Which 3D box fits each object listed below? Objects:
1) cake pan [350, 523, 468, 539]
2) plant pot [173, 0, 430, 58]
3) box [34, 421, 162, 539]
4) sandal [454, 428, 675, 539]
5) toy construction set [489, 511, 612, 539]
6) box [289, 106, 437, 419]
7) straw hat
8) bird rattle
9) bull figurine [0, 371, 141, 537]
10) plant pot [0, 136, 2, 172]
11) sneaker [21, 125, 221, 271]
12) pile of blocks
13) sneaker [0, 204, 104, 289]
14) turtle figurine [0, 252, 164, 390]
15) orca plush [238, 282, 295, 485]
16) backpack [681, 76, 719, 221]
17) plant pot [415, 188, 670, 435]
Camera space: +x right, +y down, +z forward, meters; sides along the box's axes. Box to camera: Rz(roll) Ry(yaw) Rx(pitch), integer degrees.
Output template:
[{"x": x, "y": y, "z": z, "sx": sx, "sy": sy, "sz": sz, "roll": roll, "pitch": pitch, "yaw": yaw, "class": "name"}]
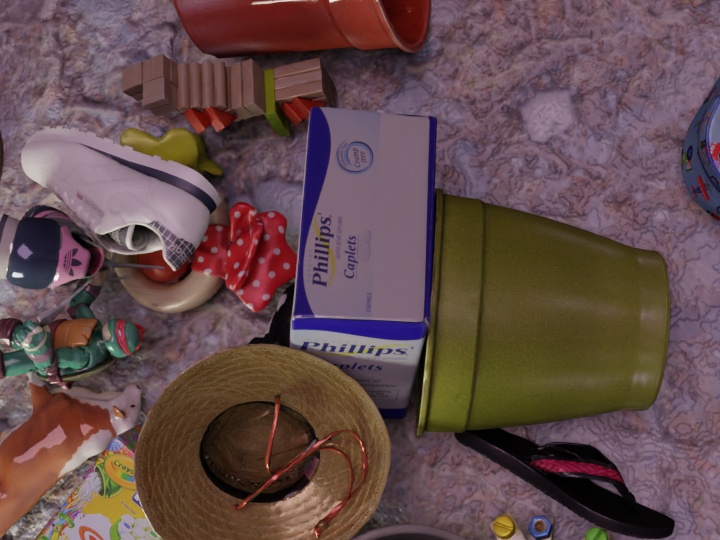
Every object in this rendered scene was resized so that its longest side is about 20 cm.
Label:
[{"x": 0.036, "y": 0.303, "z": 1.023, "sx": 0.197, "sy": 0.037, "sz": 0.203, "roll": 1, "pitch": 82, "yaw": -10, "class": "cake pan"}, {"x": -0.058, "y": -0.279, "z": 1.153, "sx": 0.193, "sy": 0.201, "sz": 0.204, "roll": -7, "pitch": 79, "yaw": 19, "class": "plant pot"}, {"x": -0.172, "y": 0.267, "z": 1.090, "sx": 0.200, "sy": 0.122, "sz": 0.193, "roll": 40, "pitch": 96, "yaw": 5, "class": "box"}, {"x": 0.172, "y": 0.163, "z": 1.077, "sx": 0.199, "sy": 0.075, "sz": 0.045, "roll": 28, "pitch": 101, "yaw": 18, "class": "sandal"}, {"x": 0.177, "y": 0.293, "z": 1.046, "sx": 0.129, "sy": 0.092, "sz": 0.203, "roll": -7, "pitch": 79, "yaw": 11, "class": "toy construction set"}, {"x": 0.000, "y": 0.000, "z": 1.051, "sx": 0.103, "sy": 0.201, "sz": 0.186, "roll": 4, "pitch": 63, "yaw": -1, "class": "box"}, {"x": -0.082, "y": 0.137, "z": 1.022, "sx": 0.198, "sy": 0.085, "sz": 0.204, "roll": -4, "pitch": 107, "yaw": -12, "class": "straw hat"}, {"x": -0.156, "y": -0.033, "z": 1.191, "sx": 0.163, "sy": 0.112, "sz": 0.201, "roll": -42, "pitch": 81, "yaw": 21, "class": "bird rattle"}, {"x": -0.296, "y": 0.154, "z": 1.191, "sx": 0.200, "sy": 0.065, "sz": 0.121, "roll": -42, "pitch": 65, "yaw": -5, "class": "bull figurine"}, {"x": -0.466, "y": -0.124, "z": 1.206, "sx": 0.185, "sy": 0.200, "sz": 0.190, "roll": -2, "pitch": 80, "yaw": 13, "class": "plant pot"}, {"x": -0.217, "y": -0.063, "z": 1.099, "sx": 0.198, "sy": 0.076, "sz": 0.081, "roll": 17, "pitch": 74, "yaw": 26, "class": "sneaker"}, {"x": -0.116, "y": -0.147, "z": 1.175, "sx": 0.197, "sy": 0.082, "sz": 0.063, "roll": 0, "pitch": 66, "yaw": -10, "class": "pile of blocks"}, {"x": -0.256, "y": -0.013, "z": 1.102, "sx": 0.081, "sy": 0.200, "sz": 0.071, "roll": 12, "pitch": 97, "yaw": -4, "class": "sneaker"}, {"x": -0.269, "y": 0.055, "z": 1.139, "sx": 0.197, "sy": 0.150, "sz": 0.102, "roll": -12, "pitch": 106, "yaw": 10, "class": "turtle figurine"}, {"x": -0.073, "y": 0.104, "z": 1.145, "sx": 0.104, "sy": 0.071, "sz": 0.202, "roll": 25, "pitch": 87, "yaw": 16, "class": "orca plush"}, {"x": 0.367, "y": -0.102, "z": 1.050, "sx": 0.199, "sy": 0.135, "sz": 0.184, "roll": 32, "pitch": 88, "yaw": 18, "class": "backpack"}, {"x": 0.147, "y": 0.043, "z": 1.058, "sx": 0.190, "sy": 0.200, "sz": 0.203, "roll": 5, "pitch": 82, "yaw": 1, "class": "plant pot"}]
